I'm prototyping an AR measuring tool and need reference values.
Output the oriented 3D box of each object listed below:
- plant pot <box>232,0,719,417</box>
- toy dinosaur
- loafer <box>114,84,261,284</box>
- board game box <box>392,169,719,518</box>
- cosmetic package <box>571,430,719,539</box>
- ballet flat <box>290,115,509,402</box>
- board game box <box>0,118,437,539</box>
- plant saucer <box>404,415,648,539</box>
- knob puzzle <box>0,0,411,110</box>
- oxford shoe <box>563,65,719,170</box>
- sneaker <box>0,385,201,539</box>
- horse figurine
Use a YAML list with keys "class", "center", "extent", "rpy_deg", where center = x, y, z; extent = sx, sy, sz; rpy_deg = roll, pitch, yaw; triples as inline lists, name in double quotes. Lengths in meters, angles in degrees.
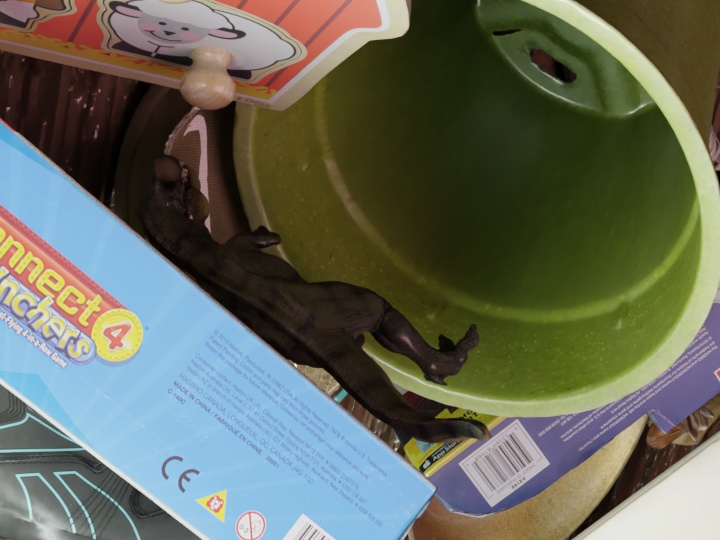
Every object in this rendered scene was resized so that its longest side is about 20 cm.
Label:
- class: "plant pot"
  center: [0.074, -0.075, 0.706]
  extent: [0.190, 0.198, 0.202]
  rpy_deg: [-56, 150, -49]
- class: "toy dinosaur"
  center: [-0.008, 0.022, 0.629]
  extent: [0.088, 0.199, 0.048]
  rpy_deg: [18, 103, -54]
- class: "loafer"
  center: [-0.064, 0.004, 0.719]
  extent: [0.075, 0.067, 0.202]
  rpy_deg: [-12, 123, -38]
- class: "board game box"
  center: [0.096, 0.012, 0.798]
  extent: [0.199, 0.200, 0.062]
  rpy_deg: [-37, 115, 3]
- class: "cosmetic package"
  center: [0.207, 0.145, 0.994]
  extent: [0.200, 0.071, 0.105]
  rpy_deg: [-40, 167, 16]
- class: "ballet flat"
  center: [0.000, 0.000, 0.795]
  extent: [0.200, 0.070, 0.065]
  rpy_deg: [-46, 112, -15]
- class: "board game box"
  center: [-0.093, 0.010, 0.548]
  extent: [0.200, 0.196, 0.056]
  rpy_deg: [42, 85, -23]
- class: "plant saucer"
  center: [0.091, 0.083, 0.943]
  extent: [0.199, 0.035, 0.202]
  rpy_deg: [-24, 130, -32]
- class: "knob puzzle"
  center: [-0.076, -0.091, 0.516]
  extent: [0.219, 0.218, 0.031]
  rpy_deg: [24, 67, -48]
- class: "oxford shoe"
  center: [0.166, -0.064, 0.905]
  extent: [0.075, 0.058, 0.200]
  rpy_deg: [-49, 141, -11]
- class: "sneaker"
  center: [-0.127, 0.071, 0.665]
  extent: [0.198, 0.075, 0.080]
  rpy_deg: [14, 91, -22]
- class: "horse figurine"
  center: [0.228, 0.062, 1.037]
  extent: [0.199, 0.050, 0.133]
  rpy_deg: [-30, 156, -41]
